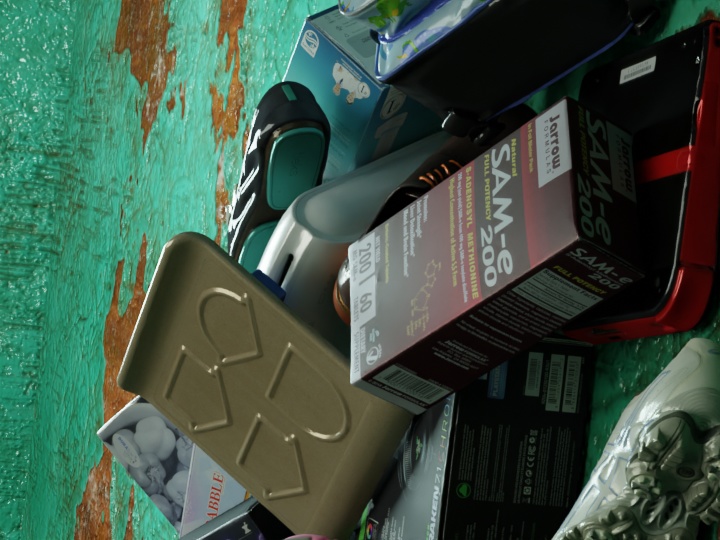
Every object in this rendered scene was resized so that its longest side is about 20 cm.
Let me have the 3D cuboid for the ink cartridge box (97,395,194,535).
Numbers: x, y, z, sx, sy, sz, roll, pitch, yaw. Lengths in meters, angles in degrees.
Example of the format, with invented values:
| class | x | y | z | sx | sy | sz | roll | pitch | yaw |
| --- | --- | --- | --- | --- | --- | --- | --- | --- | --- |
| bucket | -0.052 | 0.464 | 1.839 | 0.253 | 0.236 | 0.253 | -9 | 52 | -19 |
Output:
| class | x | y | z | sx | sy | sz | roll | pitch | yaw |
| --- | --- | --- | --- | --- | --- | --- | --- | --- | --- |
| ink cartridge box | -0.072 | 0.141 | 1.854 | 0.200 | 0.198 | 0.043 | -41 | -2 | 29 |

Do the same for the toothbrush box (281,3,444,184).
| class | x | y | z | sx | sy | sz | roll | pitch | yaw |
| --- | --- | --- | --- | --- | --- | --- | --- | --- | --- |
| toothbrush box | 0.009 | -0.109 | 1.783 | 0.085 | 0.146 | 0.200 | 43 | 138 | 21 |

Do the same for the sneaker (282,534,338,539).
| class | x | y | z | sx | sy | sz | roll | pitch | yaw |
| --- | --- | --- | --- | --- | --- | --- | --- | --- | --- |
| sneaker | 0.014 | 0.257 | 1.658 | 0.079 | 0.200 | 0.095 | -51 | -10 | -19 |

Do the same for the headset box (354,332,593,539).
| class | x | y | z | sx | sy | sz | roll | pitch | yaw |
| --- | --- | --- | --- | --- | --- | --- | --- | --- | --- |
| headset box | 0.071 | 0.119 | 1.630 | 0.200 | 0.092 | 0.175 | -162 | 78 | -74 |

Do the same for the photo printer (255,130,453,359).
| class | x | y | z | sx | sy | sz | roll | pitch | yaw |
| --- | --- | --- | --- | --- | --- | --- | --- | --- | --- |
| photo printer | 0.000 | 0.000 | 1.737 | 0.069 | 0.200 | 0.167 | 40 | 132 | 24 |

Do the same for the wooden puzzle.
| class | x | y | z | sx | sy | sz | roll | pitch | yaw |
| --- | --- | --- | --- | --- | --- | --- | --- | --- | --- |
| wooden puzzle | -0.062 | 0.078 | 1.665 | 0.046 | 0.200 | 0.186 | -45 | -13 | -39 |

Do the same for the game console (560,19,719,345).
| class | x | y | z | sx | sy | sz | roll | pitch | yaw |
| --- | --- | --- | --- | --- | --- | --- | --- | --- | --- |
| game console | 0.170 | -0.048 | 1.470 | 0.200 | 0.031 | 0.178 | 164 | 116 | -72 |

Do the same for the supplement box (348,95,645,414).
| class | x | y | z | sx | sy | sz | roll | pitch | yaw |
| --- | --- | --- | --- | --- | --- | --- | --- | --- | --- |
| supplement box | 0.078 | -0.006 | 1.476 | 0.200 | 0.061 | 0.109 | -34 | 43 | 37 |

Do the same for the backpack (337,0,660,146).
| class | x | y | z | sx | sy | sz | roll | pitch | yaw |
| --- | --- | --- | --- | --- | --- | --- | --- | --- | --- |
| backpack | 0.081 | -0.215 | 1.559 | 0.183 | 0.147 | 0.201 | -34 | 35 | 31 |

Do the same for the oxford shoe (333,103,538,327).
| class | x | y | z | sx | sy | sz | roll | pitch | yaw |
| --- | --- | --- | --- | --- | --- | --- | --- | --- | --- |
| oxford shoe | 0.059 | -0.044 | 1.624 | 0.200 | 0.071 | 0.073 | -51 | -13 | -21 |

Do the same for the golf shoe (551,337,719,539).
| class | x | y | z | sx | sy | sz | roll | pitch | yaw |
| --- | --- | --- | --- | --- | --- | --- | --- | --- | --- |
| golf shoe | 0.165 | 0.119 | 1.382 | 0.200 | 0.078 | 0.097 | 122 | 167 | -46 |

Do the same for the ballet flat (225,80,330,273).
| class | x | y | z | sx | sy | sz | roll | pitch | yaw |
| --- | --- | --- | --- | --- | --- | --- | --- | --- | --- |
| ballet flat | -0.060 | -0.056 | 1.730 | 0.200 | 0.073 | 0.073 | 103 | 163 | -46 |

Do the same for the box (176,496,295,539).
| class | x | y | z | sx | sy | sz | roll | pitch | yaw |
| --- | --- | --- | --- | --- | --- | --- | --- | --- | --- |
| box | -0.099 | 0.260 | 1.791 | 0.200 | 0.079 | 0.141 | -32 | 90 | 31 |

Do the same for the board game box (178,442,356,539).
| class | x | y | z | sx | sy | sz | roll | pitch | yaw |
| --- | --- | --- | --- | --- | --- | --- | --- | --- | --- |
| board game box | -0.039 | 0.208 | 1.811 | 0.041 | 0.199 | 0.201 | -36 | -39 | -60 |
